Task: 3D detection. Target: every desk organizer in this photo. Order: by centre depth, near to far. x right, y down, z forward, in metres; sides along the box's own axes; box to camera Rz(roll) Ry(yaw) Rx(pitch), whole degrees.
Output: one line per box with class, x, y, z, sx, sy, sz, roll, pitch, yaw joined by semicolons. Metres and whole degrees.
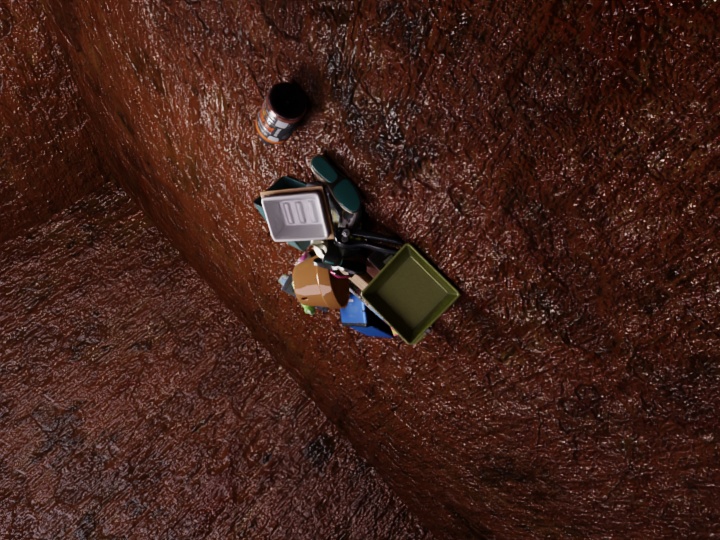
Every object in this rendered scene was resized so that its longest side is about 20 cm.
desk organizer;0.105;0.028;1.486;0.200;0.072;0.077;46;157;9

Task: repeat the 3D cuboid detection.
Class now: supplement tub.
supplement tub;-0.219;-0.406;1.375;0.107;0.107;0.200;52;155;-6

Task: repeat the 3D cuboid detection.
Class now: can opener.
can opener;0.019;-0.084;1.421;0.198;0.064;0.079;6;177;15

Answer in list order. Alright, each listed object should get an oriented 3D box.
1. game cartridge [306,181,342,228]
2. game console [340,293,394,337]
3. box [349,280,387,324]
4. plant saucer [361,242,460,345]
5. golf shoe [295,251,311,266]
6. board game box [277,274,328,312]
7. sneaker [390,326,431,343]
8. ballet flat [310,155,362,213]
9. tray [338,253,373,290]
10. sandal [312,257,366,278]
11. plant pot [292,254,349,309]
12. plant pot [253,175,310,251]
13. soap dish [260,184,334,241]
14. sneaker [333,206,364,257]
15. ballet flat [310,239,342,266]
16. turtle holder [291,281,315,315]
game cartridge;-0.086;-0.171;1.568;0.132;0.041;0.201;18;141;42
game console;0.019;0.165;1.879;0.200;0.117;0.173;-9;87;61
box;0.049;0.084;1.693;0.200;0.038;0.137;41;154;19
plant saucer;0.136;0.062;1.400;0.200;0.200;0.048;45;-166;10
golf shoe;-0.199;-0.010;1.948;0.091;0.075;0.200;39;162;4
board game box;-0.234;0.067;2.004;0.199;0.062;0.200;29;-178;-36
sneaker;0.113;0.153;1.563;0.199;0.091;0.078;36;-167;2
ballet flat;-0.062;-0.237;1.423;0.201;0.067;0.062;52;179;6
tray;0.000;0.000;1.584;0.200;0.098;0.037;40;125;18
sandal;-0.058;-0.004;1.519;0.199;0.075;0.046;11;109;40
plant pot;-0.132;0.034;1.684;0.139;0.201;0.201;-10;127;14
plant pot;-0.217;-0.171;1.671;0.141;0.141;0.201;27;153;40
soap dish;-0.174;-0.165;1.475;0.198;0.081;0.159;-1;119;22
sneaker;-0.022;-0.116;1.507;0.201;0.084;0.075;113;149;-43
ballet flat;-0.107;-0.082;1.515;0.200;0.068;0.069;-118;35;-53
turtle holder;-0.164;0.064;1.854;0.131;0.186;0.141;38;178;20
